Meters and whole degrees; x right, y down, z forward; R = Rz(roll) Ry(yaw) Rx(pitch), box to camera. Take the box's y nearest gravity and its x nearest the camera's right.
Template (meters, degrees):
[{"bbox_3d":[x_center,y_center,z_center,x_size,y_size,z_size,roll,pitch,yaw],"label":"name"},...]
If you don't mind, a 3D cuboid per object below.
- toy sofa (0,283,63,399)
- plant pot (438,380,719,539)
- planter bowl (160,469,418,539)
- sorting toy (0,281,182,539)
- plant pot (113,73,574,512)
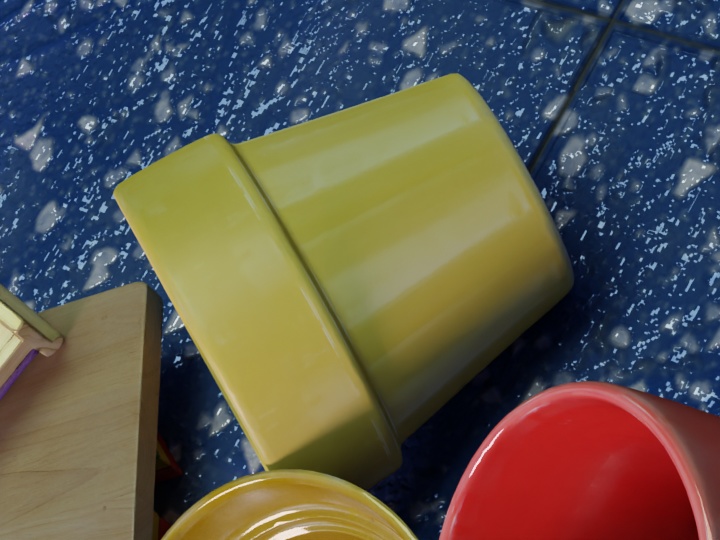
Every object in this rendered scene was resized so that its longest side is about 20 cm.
[{"bbox_3d":[-0.256,0.089,1.633,0.083,0.098,0.200,37,86,18],"label":"toy sofa"},{"bbox_3d":[0.155,0.153,1.298,0.200,0.176,0.202,-15,72,54],"label":"plant pot"},{"bbox_3d":[-0.016,0.200,1.462,0.199,0.083,0.202,-4,82,32],"label":"planter bowl"},{"bbox_3d":[-0.187,0.130,1.650,0.199,0.070,0.200,-17,54,26],"label":"sorting toy"},{"bbox_3d":[0.000,0.000,1.533,0.188,0.201,0.201,-29,48,-5],"label":"plant pot"}]
